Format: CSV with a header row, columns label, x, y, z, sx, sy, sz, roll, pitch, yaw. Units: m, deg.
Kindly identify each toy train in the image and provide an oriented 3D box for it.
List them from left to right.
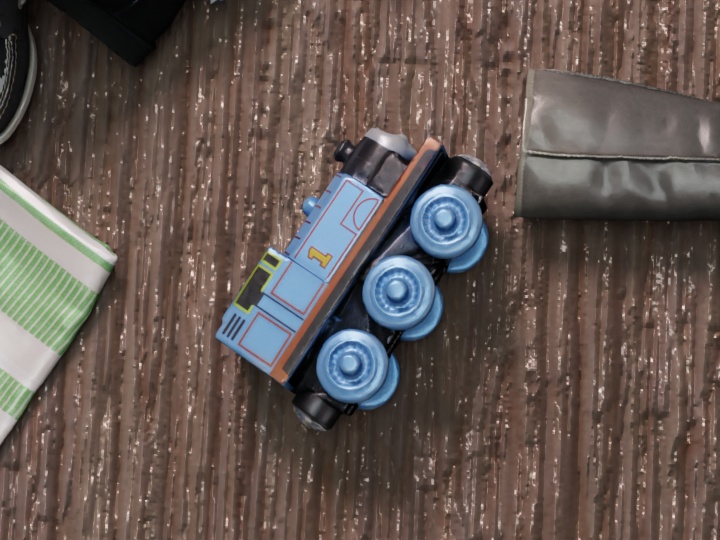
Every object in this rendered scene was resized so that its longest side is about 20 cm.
label,x,y,z,sx,sy,sz,roll,pitch,yaw
toy train,0.000,0.000,1.070,0.114,0.087,0.201,33,87,11

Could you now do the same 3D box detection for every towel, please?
label,x,y,z,sx,sy,sz,roll,pitch,yaw
towel,-0.270,0.031,1.109,0.152,0.023,0.201,35,87,5

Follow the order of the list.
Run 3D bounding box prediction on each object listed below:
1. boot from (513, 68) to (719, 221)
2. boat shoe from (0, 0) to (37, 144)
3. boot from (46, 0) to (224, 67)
label,x,y,z,sx,sy,sz,roll,pitch,yaw
boot,0.196,-0.039,1.069,0.197,0.073,0.184,3,71,-3
boat shoe,-0.248,-0.183,1.104,0.073,0.060,0.203,5,80,4
boot,-0.142,-0.232,1.052,0.163,0.198,0.073,-46,50,7
